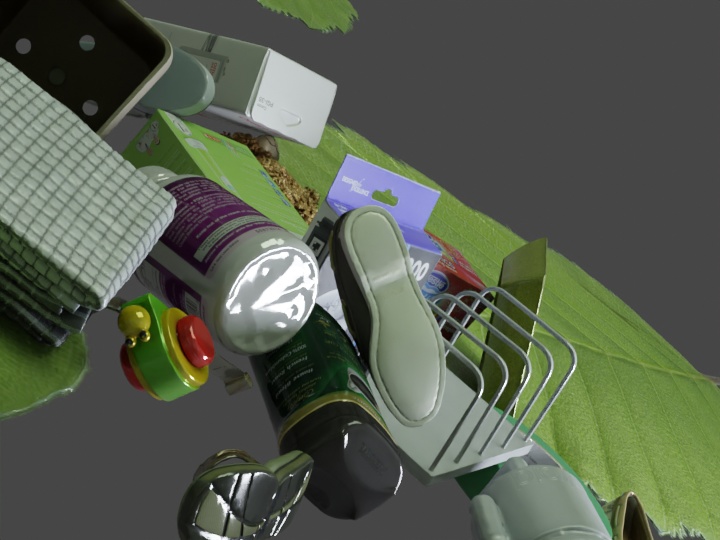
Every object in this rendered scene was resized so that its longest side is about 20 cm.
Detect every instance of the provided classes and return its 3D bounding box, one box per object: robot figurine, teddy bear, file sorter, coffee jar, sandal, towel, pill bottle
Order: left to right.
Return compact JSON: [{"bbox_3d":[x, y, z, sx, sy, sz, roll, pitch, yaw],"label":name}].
[{"bbox_3d":[-0.254,-0.053,1.232,0.200,0.086,0.166,38,35,-10],"label":"towel"},{"bbox_3d":[-0.135,-0.016,1.410,0.200,0.112,0.112,34,6,41],"label":"pill bottle"},{"bbox_3d":[-0.091,0.162,1.169,0.057,0.080,0.201,28,5,14],"label":"sandal"},{"bbox_3d":[-0.095,-0.091,1.826,0.145,0.067,0.200,24,23,-27],"label":"teddy bear"},{"bbox_3d":[-0.032,0.117,1.382,0.104,0.085,0.200,50,8,-33],"label":"coffee jar"},{"bbox_3d":[0.093,0.101,1.563,0.139,0.125,0.200,40,24,25],"label":"file sorter"},{"bbox_3d":[0.168,0.253,1.462,0.170,0.113,0.200,23,22,-26],"label":"robot figurine"}]

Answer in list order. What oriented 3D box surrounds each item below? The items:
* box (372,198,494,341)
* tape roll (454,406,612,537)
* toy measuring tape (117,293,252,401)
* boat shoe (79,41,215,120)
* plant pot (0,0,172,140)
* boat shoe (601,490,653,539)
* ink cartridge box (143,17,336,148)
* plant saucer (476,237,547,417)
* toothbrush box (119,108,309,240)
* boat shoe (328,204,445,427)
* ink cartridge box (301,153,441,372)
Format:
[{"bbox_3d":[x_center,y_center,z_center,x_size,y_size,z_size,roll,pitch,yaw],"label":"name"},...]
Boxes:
[{"bbox_3d":[0.047,0.002,1.890,0.200,0.095,0.100,29,19,-41],"label":"box"},{"bbox_3d":[0.171,0.223,1.684,0.200,0.048,0.200,38,16,-13],"label":"tape roll"},{"bbox_3d":[-0.135,0.081,1.295,0.074,0.074,0.200,52,3,34],"label":"toy measuring tape"},{"bbox_3d":[-0.223,-0.183,1.673,0.202,0.075,0.086,9,-16,28],"label":"boat shoe"},{"bbox_3d":[-0.282,-0.173,1.401,0.200,0.200,0.177,42,3,1],"label":"plant pot"},{"bbox_3d":[0.286,0.303,1.718,0.073,0.063,0.200,36,17,-23],"label":"boat shoe"},{"bbox_3d":[-0.149,-0.215,1.875,0.200,0.083,0.146,18,-1,34],"label":"ink cartridge box"},{"bbox_3d":[0.173,0.071,1.903,0.048,0.200,0.200,13,15,4],"label":"plant saucer"},{"bbox_3d":[-0.132,-0.050,1.601,0.146,0.086,0.200,19,27,-55],"label":"toothbrush box"},{"bbox_3d":[0.022,0.041,1.458,0.060,0.072,0.202,-6,-79,69],"label":"boat shoe"},{"bbox_3d":[0.000,0.000,1.577,0.043,0.200,0.198,32,9,30],"label":"ink cartridge box"}]
